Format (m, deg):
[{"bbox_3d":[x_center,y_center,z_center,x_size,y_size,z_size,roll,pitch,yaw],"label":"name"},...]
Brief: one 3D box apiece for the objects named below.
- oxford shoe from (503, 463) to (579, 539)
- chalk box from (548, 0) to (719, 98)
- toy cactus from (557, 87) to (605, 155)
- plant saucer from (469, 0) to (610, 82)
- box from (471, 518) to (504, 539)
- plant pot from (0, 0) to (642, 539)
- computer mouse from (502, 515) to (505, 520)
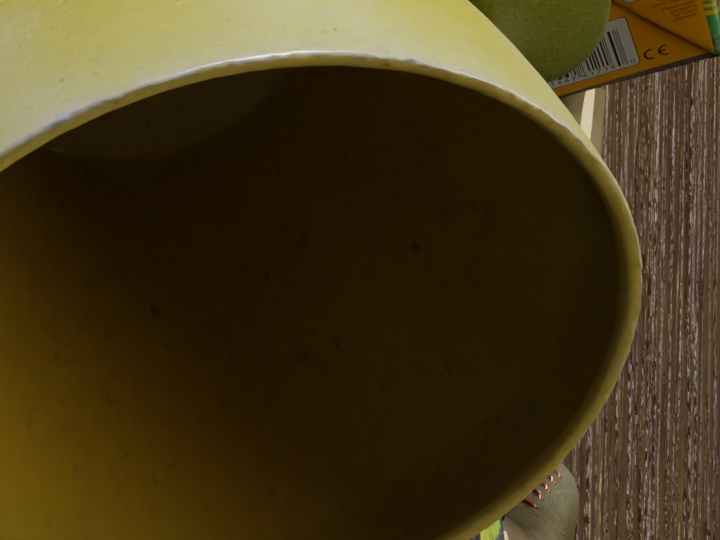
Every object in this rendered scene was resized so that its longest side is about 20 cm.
[{"bbox_3d":[0.056,0.107,1.154,0.200,0.070,0.075,59,52,-79],"label":"oxford shoe"},{"bbox_3d":[0.061,-0.182,1.077,0.124,0.124,0.201,64,15,-56],"label":"chalk box"},{"bbox_3d":[0.057,0.000,1.110,0.200,0.102,0.166,-81,-176,-85],"label":"toy cactus"},{"bbox_3d":[-0.022,-0.112,0.752,0.031,0.199,0.200,-53,148,-22],"label":"plant saucer"},{"bbox_3d":[-0.001,0.136,0.918,0.035,0.109,0.201,-60,146,-59],"label":"box"},{"bbox_3d":[-0.045,-0.023,0.694,0.201,0.199,0.142,70,-1,-47],"label":"plant pot"},{"bbox_3d":[0.014,0.076,0.991,0.139,0.052,0.201,-86,-167,-48],"label":"computer mouse"}]
